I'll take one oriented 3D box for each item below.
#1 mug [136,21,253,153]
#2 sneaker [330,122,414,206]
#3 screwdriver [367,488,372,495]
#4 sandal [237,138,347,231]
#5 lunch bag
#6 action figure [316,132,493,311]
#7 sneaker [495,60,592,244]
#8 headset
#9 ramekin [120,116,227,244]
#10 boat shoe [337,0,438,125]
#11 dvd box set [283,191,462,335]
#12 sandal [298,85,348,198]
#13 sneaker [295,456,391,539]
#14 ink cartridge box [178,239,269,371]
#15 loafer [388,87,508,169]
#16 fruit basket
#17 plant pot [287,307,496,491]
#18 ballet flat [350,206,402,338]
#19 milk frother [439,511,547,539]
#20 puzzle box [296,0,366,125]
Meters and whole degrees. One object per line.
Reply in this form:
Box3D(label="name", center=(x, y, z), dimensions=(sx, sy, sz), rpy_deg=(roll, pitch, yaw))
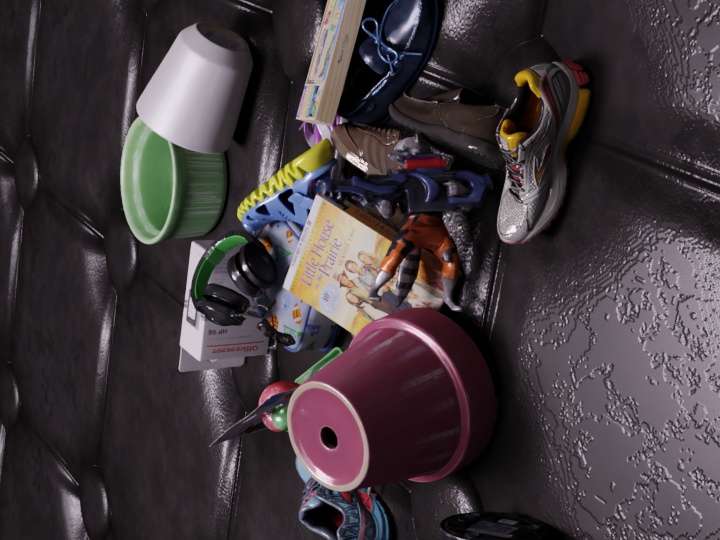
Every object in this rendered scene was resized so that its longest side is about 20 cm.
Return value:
Box3D(label="mug", center=(-0.240, -0.286, 1.987), dimensions=(0.187, 0.149, 0.153), rpy_deg=(49, 123, 35))
Box3D(label="sneaker", center=(0.039, -0.142, 1.651), dimensions=(0.200, 0.070, 0.076), rpy_deg=(45, 109, 42))
Box3D(label="screwdriver", center=(0.033, 0.193, 1.703), dimensions=(0.029, 0.028, 0.201), rpy_deg=(-91, 13, -64))
Box3D(label="sandal", center=(-0.085, -0.089, 1.744), dimensions=(0.087, 0.079, 0.200), rpy_deg=(53, 140, -6))
Box3D(label="lunch bag", center=(-0.080, 0.007, 1.820), dimensions=(0.200, 0.075, 0.161), rpy_deg=(47, 127, 46))
Box3D(label="action figure", center=(0.041, -0.058, 1.529), dimensions=(0.105, 0.199, 0.194), rpy_deg=(160, 116, -78))
Box3D(label="sneaker", center=(0.171, -0.124, 1.419), dimensions=(0.078, 0.082, 0.201), rpy_deg=(36, 122, 50))
Box3D(label="headset", center=(-0.152, 0.030, 1.795), dimensions=(0.124, 0.094, 0.200), rpy_deg=(-51, 38, 8))
Box3D(label="ramekin", center=(-0.287, -0.142, 2.101), dimensions=(0.200, 0.097, 0.201), rpy_deg=(5, 96, 57))
Box3D(label="boat shoe", center=(0.032, -0.252, 1.634), dimensions=(0.084, 0.068, 0.200), rpy_deg=(55, 135, 39))
Box3D(label="dvd box set", center=(0.011, 0.012, 1.635), dimensions=(0.200, 0.029, 0.147), rpy_deg=(33, 124, 16))
Box3D(label="sandal", center=(-0.053, -0.181, 1.786), dimensions=(0.082, 0.050, 0.204), rpy_deg=(4, 95, 56))
Box3D(label="sneaker", center=(-0.042, 0.292, 1.759), dimensions=(0.200, 0.095, 0.080), rpy_deg=(43, 126, 46))
Box3D(label="ink cartridge box", center=(-0.189, 0.060, 1.950), dimensions=(0.067, 0.115, 0.201), rpy_deg=(29, 117, 51))
Box3D(label="loafer", center=(0.109, -0.170, 1.536), dimensions=(0.200, 0.073, 0.071), rpy_deg=(29, 89, 50))
Box3D(label="fruit basket", center=(-0.069, 0.172, 1.702), dimensions=(0.185, 0.200, 0.094), rpy_deg=(-41, 74, 49))
Box3D(label="plant pot", center=(0.024, 0.159, 1.535), dimensions=(0.200, 0.179, 0.201), rpy_deg=(17, 115, 40))
Box3D(label="ballet flat", center=(0.000, 0.000, 1.692), dimensions=(0.068, 0.075, 0.201), rpy_deg=(-94, 20, -58))
Box3D(label="milk frother", center=(0.126, 0.370, 1.418), dimensions=(0.180, 0.199, 0.189), rpy_deg=(7, 99, 52))
Box3D(label="puzzle box", center=(-0.033, -0.281, 1.693), dimensions=(0.133, 0.025, 0.201), rpy_deg=(-153, 77, -76))
